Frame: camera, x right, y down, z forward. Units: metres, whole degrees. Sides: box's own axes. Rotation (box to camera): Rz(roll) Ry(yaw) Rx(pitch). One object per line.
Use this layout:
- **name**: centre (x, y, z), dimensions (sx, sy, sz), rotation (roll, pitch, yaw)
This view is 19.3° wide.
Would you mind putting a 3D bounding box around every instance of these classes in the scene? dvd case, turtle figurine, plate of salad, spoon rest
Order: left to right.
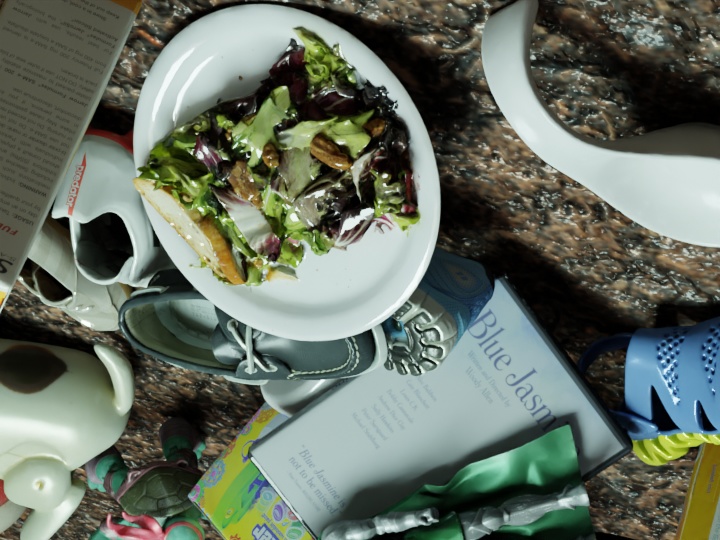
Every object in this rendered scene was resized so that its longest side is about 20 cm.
- **turtle figurine**: centre (-0.149, 0.189, 1.631), dimensions (0.150, 0.200, 0.101), rotation (-1, 116, -17)
- **plate of salad**: centre (-0.049, -0.050, 1.192), dimensions (0.200, 0.048, 0.200), rotation (11, 114, 26)
- **dvd case**: centre (0.050, 0.111, 1.324), dimensions (0.200, 0.018, 0.143), rotation (-36, 101, 9)
- **spoon rest**: centre (0.144, -0.064, 1.121), dimensions (0.200, 0.061, 0.099), rotation (33, 150, -22)

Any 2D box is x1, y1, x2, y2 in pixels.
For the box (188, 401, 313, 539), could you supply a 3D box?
- **box**: centre (0.009, 0.210, 1.550), dimensions (0.193, 0.122, 0.200), rotation (40, 179, -35)

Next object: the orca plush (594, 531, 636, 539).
- **orca plush**: centre (0.105, 0.177, 1.394), dimensions (0.200, 0.071, 0.105), rotation (8, -170, 7)

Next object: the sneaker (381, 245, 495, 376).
- **sneaker**: centre (0.000, 0.000, 1.312), dimensions (0.200, 0.090, 0.078), rotation (25, 136, 36)

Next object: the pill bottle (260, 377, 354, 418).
- **pill bottle**: centre (0.043, 0.088, 1.407), dimensions (0.200, 0.114, 0.114), rotation (34, 150, -24)

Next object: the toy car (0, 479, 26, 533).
- **toy car**: centre (-0.383, 0.138, 1.778), dimensions (0.177, 0.184, 0.200), rotation (-11, 111, 45)

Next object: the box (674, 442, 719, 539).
- **box**: centre (0.310, 0.169, 1.371), dimensions (0.200, 0.119, 0.041), rotation (18, 153, 5)

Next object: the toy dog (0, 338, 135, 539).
- **toy dog**: centre (-0.291, 0.099, 1.632), dimensions (0.200, 0.140, 0.194), rotation (31, 139, -20)

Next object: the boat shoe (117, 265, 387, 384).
- **boat shoe**: centre (-0.069, 0.039, 1.291), dimensions (0.200, 0.060, 0.076), rotation (3, 116, 48)

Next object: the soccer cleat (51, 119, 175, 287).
- **soccer cleat**: centre (-0.148, -0.016, 1.376), dimensions (0.069, 0.085, 0.200), rotation (9, 151, 20)

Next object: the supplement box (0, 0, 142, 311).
- **supplement box**: centre (-0.203, -0.064, 1.200), dimensions (0.073, 0.200, 0.126), rotation (25, 152, -9)

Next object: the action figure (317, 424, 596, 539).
- **action figure**: centre (0.046, 0.176, 1.304), dimensions (0.200, 0.118, 0.055), rotation (-14, -176, 2)

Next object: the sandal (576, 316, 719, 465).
- **sandal**: centre (0.199, 0.065, 1.306), dimensions (0.087, 0.080, 0.200), rotation (32, 150, -13)

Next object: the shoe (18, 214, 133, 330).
- **shoe**: centre (-0.226, -0.008, 1.477), dimensions (0.070, 0.053, 0.200), rotation (1, 147, 32)
